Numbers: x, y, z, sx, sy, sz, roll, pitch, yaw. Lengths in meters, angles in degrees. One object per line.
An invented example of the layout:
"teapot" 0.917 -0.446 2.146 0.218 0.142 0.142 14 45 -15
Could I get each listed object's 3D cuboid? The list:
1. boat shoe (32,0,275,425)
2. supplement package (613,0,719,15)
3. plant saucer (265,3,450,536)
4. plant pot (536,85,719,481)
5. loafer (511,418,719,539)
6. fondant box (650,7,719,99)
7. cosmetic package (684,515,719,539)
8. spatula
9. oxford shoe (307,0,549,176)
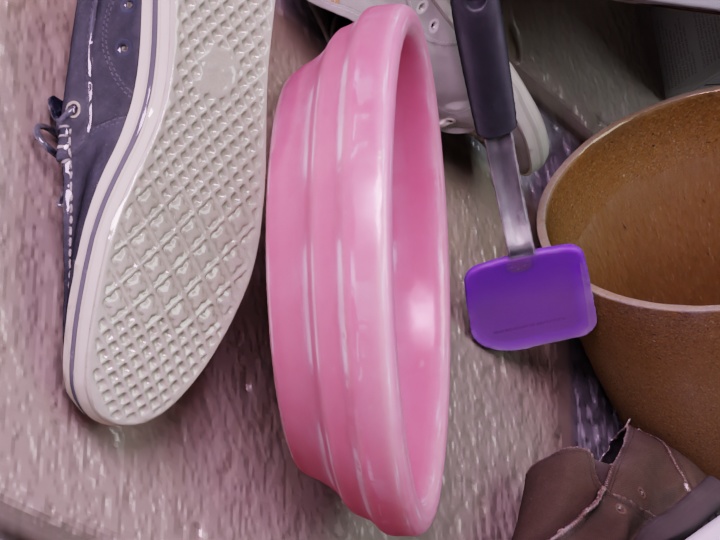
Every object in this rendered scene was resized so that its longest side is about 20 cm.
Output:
"boat shoe" -0.076 -0.044 0.987 0.074 0.062 0.201 14 80 -45
"supplement package" 0.119 -0.177 1.257 0.200 0.114 0.110 2 99 -45
"plant saucer" 0.000 0.000 1.054 0.201 0.051 0.201 -1 90 -83
"plant pot" 0.194 0.042 1.324 0.187 0.186 0.200 -64 146 -48
"loafer" 0.090 0.120 1.213 0.071 0.073 0.200 44 28 14
"fondant box" 0.206 -0.181 1.407 0.058 0.200 0.145 -5 80 -20
"cosmetic package" 0.195 0.209 1.162 0.168 0.166 0.200 59 8 33
"spatula" 0.061 -0.043 1.182 0.021 0.056 0.201 -102 179 -57
"oxford shoe" 0.022 -0.094 1.190 0.058 0.075 0.200 -47 143 -3
